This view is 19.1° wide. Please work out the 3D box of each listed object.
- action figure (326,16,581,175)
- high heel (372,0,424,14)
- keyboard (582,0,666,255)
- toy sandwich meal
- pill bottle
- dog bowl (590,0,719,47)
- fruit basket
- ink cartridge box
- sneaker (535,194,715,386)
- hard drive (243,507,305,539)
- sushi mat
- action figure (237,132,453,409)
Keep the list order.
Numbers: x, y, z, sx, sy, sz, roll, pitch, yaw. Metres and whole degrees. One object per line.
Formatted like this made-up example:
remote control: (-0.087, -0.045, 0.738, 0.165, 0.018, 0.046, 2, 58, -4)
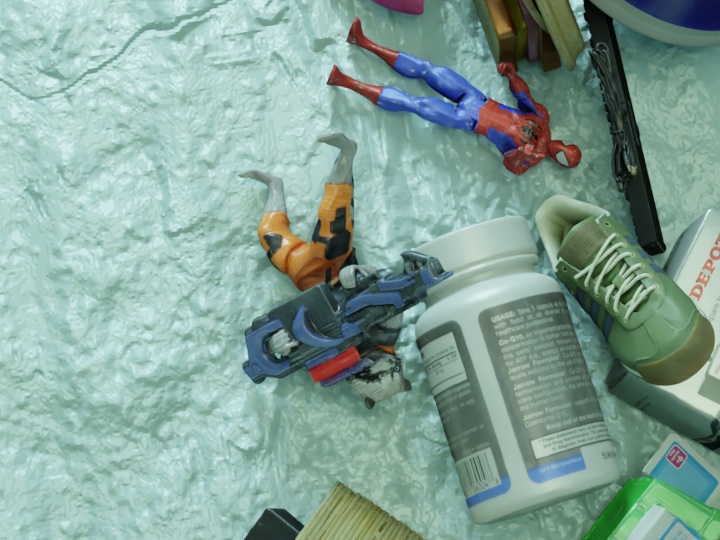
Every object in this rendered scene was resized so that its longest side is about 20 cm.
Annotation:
action figure: (0.077, -0.128, 1.585, 0.199, 0.099, 0.066, 25, 78, -2)
high heel: (0.054, -0.295, 1.626, 0.095, 0.067, 0.201, 31, 81, 10)
keyboard: (0.190, -0.112, 1.576, 0.020, 0.127, 0.202, -15, 78, 12)
toy sandwich meal: (0.102, -0.223, 1.555, 0.070, 0.205, 0.207, -22, 80, 9)
pill bottle: (0.104, 0.071, 1.534, 0.113, 0.114, 0.202, -16, 80, -8)
dog bowl: (0.237, -0.269, 1.592, 0.198, 0.079, 0.202, 12, 54, -17)
fruit basket: (0.241, 0.248, 1.520, 0.200, 0.094, 0.186, 41, 78, 1)
ink cartridge box: (0.300, 0.067, 1.566, 0.199, 0.083, 0.147, 28, 77, 2)
sneaker: (0.175, 0.007, 1.506, 0.067, 0.200, 0.090, -44, 115, 7)
hard drive: (-0.062, 0.284, 1.470, 0.139, 0.038, 0.201, 35, 95, 21)
sushi mat: (0.004, 0.197, 1.465, 0.095, 0.200, 0.012, 33, 102, 4)
action figure: (0.000, 0.000, 1.536, 0.104, 0.199, 0.195, -11, 85, -52)
